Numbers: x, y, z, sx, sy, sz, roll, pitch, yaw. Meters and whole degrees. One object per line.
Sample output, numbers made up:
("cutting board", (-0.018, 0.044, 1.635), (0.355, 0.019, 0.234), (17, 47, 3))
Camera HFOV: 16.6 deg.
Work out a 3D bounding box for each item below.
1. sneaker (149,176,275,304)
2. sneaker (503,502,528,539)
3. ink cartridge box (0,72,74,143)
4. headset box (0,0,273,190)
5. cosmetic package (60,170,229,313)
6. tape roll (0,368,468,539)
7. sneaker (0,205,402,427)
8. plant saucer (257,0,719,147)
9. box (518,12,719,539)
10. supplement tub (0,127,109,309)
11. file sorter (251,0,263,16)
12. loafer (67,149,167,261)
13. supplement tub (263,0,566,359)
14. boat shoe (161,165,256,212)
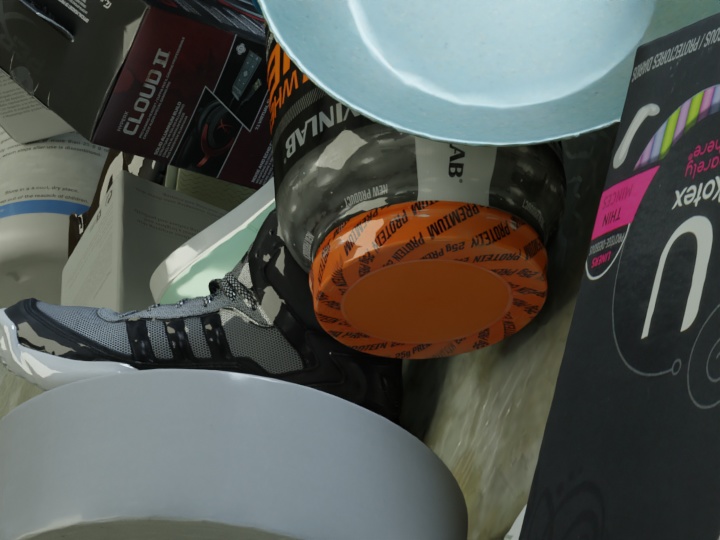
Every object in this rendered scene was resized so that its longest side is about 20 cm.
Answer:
("sneaker", (0.000, 0.000, 1.159), (0.200, 0.074, 0.119), (-39, 64, 23))
("sneaker", (0.061, 0.120, 0.847), (0.201, 0.078, 0.099), (-63, 17, 15))
("ink cartridge box", (-0.159, -0.156, 1.421), (0.199, 0.176, 0.045), (-11, 53, 25))
("headset box", (-0.092, -0.105, 1.222), (0.149, 0.199, 0.075), (39, 108, 47))
("cosmetic package", (-0.092, 0.051, 1.258), (0.081, 0.112, 0.200), (-56, 22, 32))
("tape roll", (-0.058, 0.119, 0.969), (0.200, 0.200, 0.066), (-45, 30, 48))
("sneaker", (-0.065, 0.018, 1.108), (0.075, 0.199, 0.114), (0, -74, -77))
("plant saucer", (0.057, -0.123, 0.974), (0.039, 0.200, 0.202), (80, -164, -59))
("box", (0.128, 0.031, 0.708), (0.122, 0.106, 0.201), (-21, 52, 65))
("supplement tub", (-0.185, -0.054, 1.574), (0.132, 0.131, 0.201), (-48, 29, 45))
("file sorter", (0.003, -0.196, 1.234), (0.139, 0.122, 0.200), (-63, 20, 16))
("loafer", (-0.139, -0.004, 1.451), (0.071, 0.073, 0.201), (33, 105, 40))
("supplement tub", (0.021, -0.072, 1.040), (0.123, 0.122, 0.201), (-47, 40, 47))
("boat shoe", (-0.082, -0.048, 1.384), (0.068, 0.072, 0.201), (-128, 59, -74))
